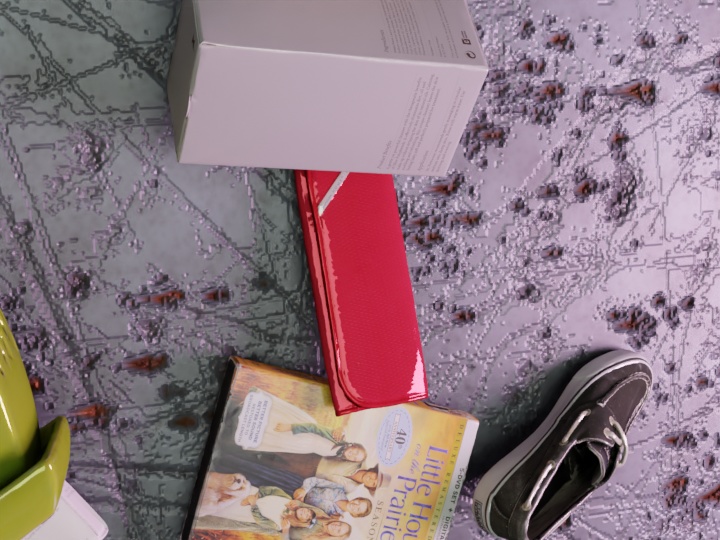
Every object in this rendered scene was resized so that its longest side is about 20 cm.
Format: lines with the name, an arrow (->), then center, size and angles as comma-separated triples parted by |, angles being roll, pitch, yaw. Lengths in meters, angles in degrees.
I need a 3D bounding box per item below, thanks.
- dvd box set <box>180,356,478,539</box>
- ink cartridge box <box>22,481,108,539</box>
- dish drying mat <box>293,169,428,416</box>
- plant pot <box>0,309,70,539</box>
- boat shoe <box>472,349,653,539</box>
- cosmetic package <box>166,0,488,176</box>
dvd box set -> -0.022, 0.159, 1.008 | 0.198, 0.029, 0.148 | 16, 94, -18
ink cartridge box -> -0.301, 0.168, 0.932 | 0.161, 0.050, 0.200 | -44, 91, -6
dish drying mat -> 0.000, 0.000, 0.979 | 0.076, 0.018, 0.203 | -9, 89, -21
plant pot -> -0.288, 0.104, 0.818 | 0.199, 0.199, 0.183 | -35, 98, -7
boat shoe -> 0.174, 0.140, 1.039 | 0.200, 0.063, 0.071 | -42, 121, -24
cosmetic package -> -0.026, -0.132, 0.914 | 0.197, 0.086, 0.108 | 4, 139, -18
